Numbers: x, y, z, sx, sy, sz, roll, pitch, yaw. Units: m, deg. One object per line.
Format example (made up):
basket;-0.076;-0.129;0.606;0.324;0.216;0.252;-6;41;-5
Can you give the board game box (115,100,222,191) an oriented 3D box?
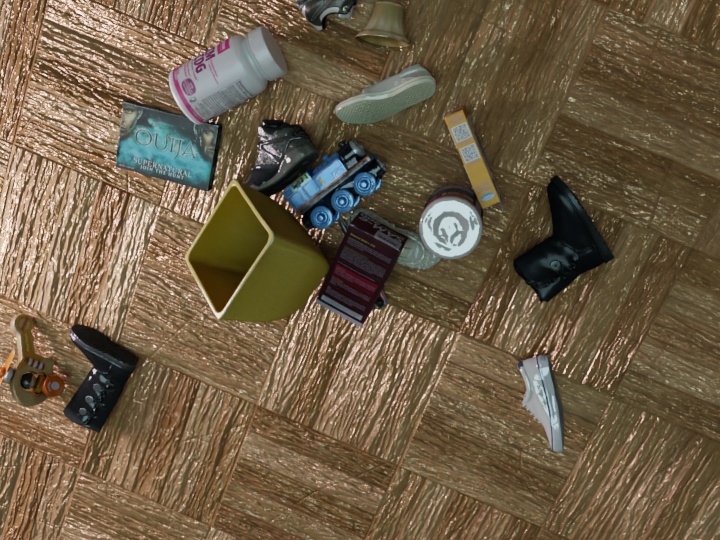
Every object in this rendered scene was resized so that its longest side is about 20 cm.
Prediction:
board game box;-0.382;-0.248;1.567;0.199;0.028;0.136;15;108;5

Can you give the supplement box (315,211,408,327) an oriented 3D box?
supplement box;0.000;0.000;1.511;0.109;0.061;0.200;29;125;4

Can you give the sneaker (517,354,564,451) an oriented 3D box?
sneaker;0.362;0.267;1.579;0.071;0.073;0.201;-11;95;21

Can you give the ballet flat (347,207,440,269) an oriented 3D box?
ballet flat;0.061;-0.053;1.533;0.200;0.072;0.072;26;108;0

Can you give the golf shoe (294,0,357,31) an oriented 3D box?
golf shoe;-0.020;-0.508;1.418;0.200;0.078;0.095;-24;105;25

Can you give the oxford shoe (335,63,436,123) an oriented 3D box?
oxford shoe;0.046;-0.327;1.466;0.199;0.075;0.058;-18;61;21

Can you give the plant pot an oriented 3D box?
plant pot;-0.178;-0.020;1.502;0.194;0.200;0.196;-54;48;18

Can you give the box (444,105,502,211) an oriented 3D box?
box;0.210;-0.199;1.440;0.041;0.119;0.201;-20;101;14

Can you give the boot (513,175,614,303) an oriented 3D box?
boot;0.356;-0.054;1.479;0.168;0.076;0.200;-33;104;12

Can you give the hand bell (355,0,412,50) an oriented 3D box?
hand bell;0.057;-0.507;1.410;0.104;0.104;0.201;9;94;6

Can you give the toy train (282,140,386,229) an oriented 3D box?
toy train;-0.048;-0.164;1.509;0.200;0.087;0.114;-37;94;17

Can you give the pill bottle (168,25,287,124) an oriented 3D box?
pill bottle;-0.245;-0.365;1.468;0.200;0.113;0.114;-25;100;14

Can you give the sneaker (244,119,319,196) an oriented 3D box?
sneaker;-0.176;-0.216;1.525;0.199;0.076;0.114;-37;75;32

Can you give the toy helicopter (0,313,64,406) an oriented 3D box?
toy helicopter;-0.729;0.194;1.703;0.079;0.132;0.201;-14;85;45

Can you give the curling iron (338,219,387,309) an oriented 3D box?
curling iron;0.001;-0.008;1.574;0.049;0.026;0.201;-21;101;12

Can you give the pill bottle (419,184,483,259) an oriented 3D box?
pill bottle;0.168;-0.096;1.433;0.110;0.200;0.111;2;105;9

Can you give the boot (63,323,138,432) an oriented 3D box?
boot;-0.596;0.237;1.723;0.165;0.066;0.200;34;112;0
